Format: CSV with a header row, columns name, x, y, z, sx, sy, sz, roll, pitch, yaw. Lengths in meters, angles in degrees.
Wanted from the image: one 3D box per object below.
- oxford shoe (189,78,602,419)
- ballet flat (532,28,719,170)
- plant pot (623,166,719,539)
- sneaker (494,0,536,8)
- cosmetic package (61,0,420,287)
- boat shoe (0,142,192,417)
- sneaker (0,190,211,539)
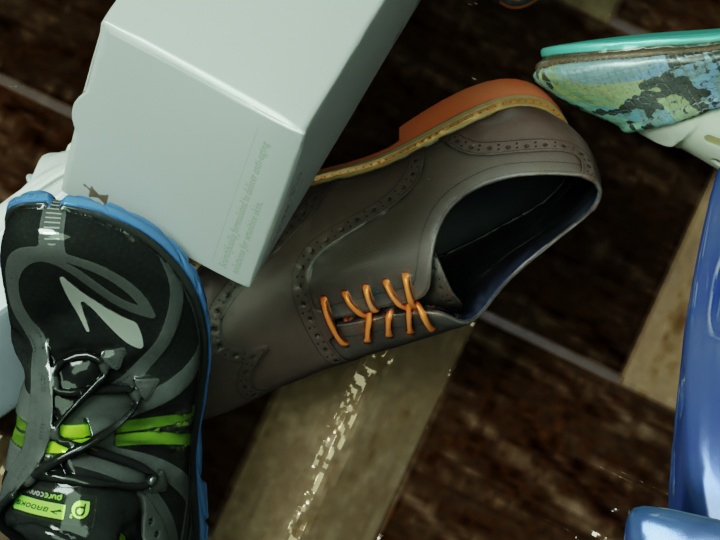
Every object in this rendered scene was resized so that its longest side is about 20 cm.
name,x,y,z,sx,sy,sz,roll,pitch,yaw
oxford shoe,0.000,0.000,1.122,0.199,0.073,0.071,-35,123,-1
ballet flat,0.168,-0.069,1.140,0.199,0.074,0.075,-9,85,2
plant pot,0.191,0.102,1.015,0.199,0.201,0.180,13,53,16
sneaker,0.145,-0.144,1.133,0.200,0.078,0.112,-39,85,-2
cosmetic package,-0.024,-0.109,1.086,0.084,0.108,0.201,27,57,2
boat shoe,-0.104,-0.020,1.139,0.199,0.074,0.065,-33,52,-15
sneaker,-0.094,0.061,1.081,0.070,0.083,0.201,6,124,15
